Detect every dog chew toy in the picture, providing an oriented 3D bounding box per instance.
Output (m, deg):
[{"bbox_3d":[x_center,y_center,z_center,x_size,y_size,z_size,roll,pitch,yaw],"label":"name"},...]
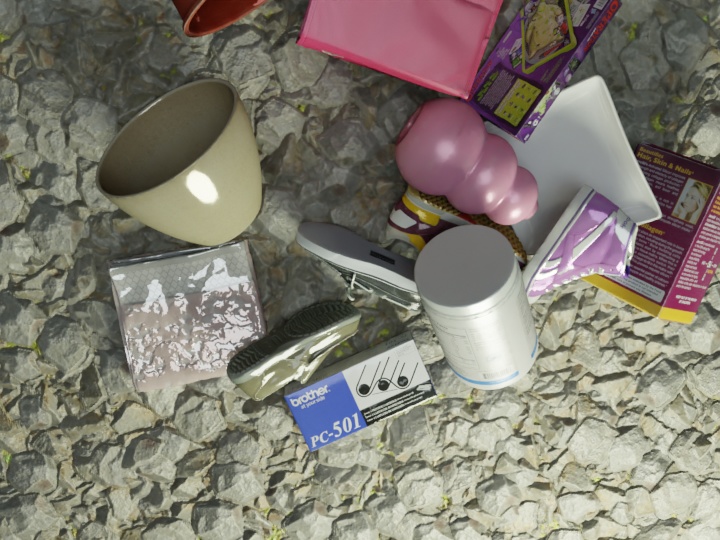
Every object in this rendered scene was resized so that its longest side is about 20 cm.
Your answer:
[{"bbox_3d":[0.143,-0.130,1.029,0.199,0.125,0.125,33,100,-11],"label":"dog chew toy"}]

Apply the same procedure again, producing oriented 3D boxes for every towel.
[{"bbox_3d":[-0.232,0.063,1.100,0.198,0.032,0.193,-10,106,-1],"label":"towel"}]

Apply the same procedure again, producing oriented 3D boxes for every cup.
[{"bbox_3d":[-0.201,-0.114,0.989,0.199,0.201,0.144,-30,130,4],"label":"cup"}]

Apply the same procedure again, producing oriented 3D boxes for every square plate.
[{"bbox_3d":[0.264,-0.132,1.046,0.197,0.028,0.201,-17,109,39],"label":"square plate"}]

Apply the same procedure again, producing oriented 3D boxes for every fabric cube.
[{"bbox_3d":[0.048,-0.329,0.934,0.197,0.196,0.202,18,102,-11],"label":"fabric cube"}]

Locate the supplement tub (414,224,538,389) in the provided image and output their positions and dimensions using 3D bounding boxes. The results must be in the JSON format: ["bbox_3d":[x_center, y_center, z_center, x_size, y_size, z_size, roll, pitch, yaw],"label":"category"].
[{"bbox_3d":[0.154,0.052,1.038,0.131,0.133,0.201,-24,137,2],"label":"supplement tub"}]

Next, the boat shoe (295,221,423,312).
[{"bbox_3d":[0.001,-0.001,1.083,0.197,0.074,0.069,20,122,-5],"label":"boat shoe"}]

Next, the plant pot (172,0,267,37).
[{"bbox_3d":[-0.172,-0.407,0.907,0.200,0.201,0.196,-33,97,5],"label":"plant pot"}]

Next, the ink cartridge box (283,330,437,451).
[{"bbox_3d":[0.000,0.172,1.141,0.198,0.044,0.095,-24,104,2],"label":"ink cartridge box"}]

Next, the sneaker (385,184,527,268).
[{"bbox_3d":[0.130,-0.040,1.089,0.199,0.075,0.090,28,118,-11],"label":"sneaker"}]

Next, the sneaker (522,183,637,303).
[{"bbox_3d":[0.284,-0.003,1.048,0.114,0.073,0.201,36,135,9],"label":"sneaker"}]

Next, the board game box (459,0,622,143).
[{"bbox_3d":[0.221,-0.270,1.006,0.032,0.120,0.201,23,106,-48],"label":"board game box"}]

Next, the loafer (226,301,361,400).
[{"bbox_3d":[-0.085,0.110,1.098,0.199,0.075,0.070,-28,120,-11],"label":"loafer"}]

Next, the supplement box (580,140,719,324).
[{"bbox_3d":[0.401,-0.049,1.058,0.103,0.131,0.202,9,108,-43],"label":"supplement box"}]
